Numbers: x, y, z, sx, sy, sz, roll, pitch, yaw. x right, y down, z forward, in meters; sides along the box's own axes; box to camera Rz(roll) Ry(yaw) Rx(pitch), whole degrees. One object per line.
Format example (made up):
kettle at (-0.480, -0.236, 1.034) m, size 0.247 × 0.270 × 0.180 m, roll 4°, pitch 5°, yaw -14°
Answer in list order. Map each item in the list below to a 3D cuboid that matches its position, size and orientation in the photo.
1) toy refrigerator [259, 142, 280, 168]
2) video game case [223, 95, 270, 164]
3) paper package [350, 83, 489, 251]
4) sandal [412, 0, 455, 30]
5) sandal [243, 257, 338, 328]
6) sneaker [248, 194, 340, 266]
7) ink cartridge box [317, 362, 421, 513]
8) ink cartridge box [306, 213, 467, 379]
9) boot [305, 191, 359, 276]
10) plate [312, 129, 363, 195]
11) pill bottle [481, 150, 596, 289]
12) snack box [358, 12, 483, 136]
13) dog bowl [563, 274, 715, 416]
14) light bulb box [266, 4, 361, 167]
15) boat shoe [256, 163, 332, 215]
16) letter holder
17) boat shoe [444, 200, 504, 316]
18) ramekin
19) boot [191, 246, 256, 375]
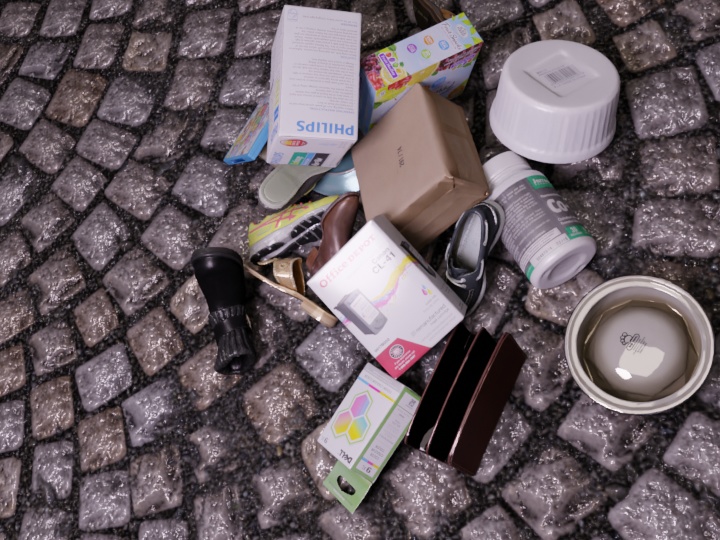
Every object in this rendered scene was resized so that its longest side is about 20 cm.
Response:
toy refrigerator at (-0.098, -0.268, 1.498) m, size 0.070 × 0.076 × 0.200 m, roll 33°, pitch 90°, yaw 38°
video game case at (-0.184, -0.258, 1.519) m, size 0.143 × 0.018 × 0.200 m, roll -59°, pitch 21°, yaw -7°
paper package at (0.089, -0.158, 1.343) m, size 0.191 × 0.103 × 0.201 m, roll -39°, pitch 48°, yaw 36°
sandal at (0.152, -0.428, 1.503) m, size 0.054 × 0.082 × 0.200 m, roll -19°, pitch 55°, yaw -11°
sandal at (-0.111, 0.013, 1.426) m, size 0.211 × 0.078 × 0.070 m, roll 33°, pitch 89°, yaw 20°
sneaker at (-0.116, -0.090, 1.468) m, size 0.199 × 0.078 × 0.091 m, roll -26°, pitch 59°, yaw 10°
ink cartridge box at (0.002, 0.250, 1.277) m, size 0.200 × 0.059 × 0.104 m, roll -56°, pitch 34°, yaw -5°
ink cartridge box at (0.041, 0.038, 1.265) m, size 0.148 × 0.086 × 0.200 m, roll -44°, pitch 90°, yaw 14°
boot at (0.000, 0.000, 1.358) m, size 0.200 × 0.064 × 0.187 m, roll 54°, pitch 137°, yaw 32°
plate at (-0.031, -0.229, 1.516) m, size 0.199 × 0.026 × 0.201 m, roll -8°, pitch 67°, yaw 19°
pill bottle at (0.260, -0.080, 1.293) m, size 0.113 × 0.113 × 0.200 m, roll -34°, pitch 63°, yaw 6°
snack box at (0.087, -0.316, 1.385) m, size 0.199 × 0.169 × 0.068 m, roll -26°, pitch 77°, yaw -13°
dog bowl at (0.393, 0.111, 1.190) m, size 0.199 × 0.074 × 0.201 m, roll -8°, pitch 68°, yaw 19°
light bulb box at (-0.078, -0.283, 1.337) m, size 0.124 × 0.198 × 0.201 m, roll 3°, pitch 85°, yaw -11°
boat shoe at (-0.105, -0.170, 1.454) m, size 0.072 × 0.061 × 0.201 m, roll 45°, pitch 62°, yaw 3°
letter holder at (0.145, 0.178, 1.223) m, size 0.100 × 0.142 × 0.201 m, roll 21°, pitch 79°, yaw 27°
boat shoe at (0.158, -0.012, 1.284) m, size 0.075 × 0.060 × 0.201 m, roll 26°, pitch 118°, yaw 31°
ramekin at (0.306, -0.270, 1.314) m, size 0.199 × 0.098 × 0.201 m, roll -1°, pitch 51°, yaw 1°
boot at (-0.220, 0.069, 1.379) m, size 0.079 × 0.211 × 0.158 m, roll -8°, pitch 62°, yaw 2°
